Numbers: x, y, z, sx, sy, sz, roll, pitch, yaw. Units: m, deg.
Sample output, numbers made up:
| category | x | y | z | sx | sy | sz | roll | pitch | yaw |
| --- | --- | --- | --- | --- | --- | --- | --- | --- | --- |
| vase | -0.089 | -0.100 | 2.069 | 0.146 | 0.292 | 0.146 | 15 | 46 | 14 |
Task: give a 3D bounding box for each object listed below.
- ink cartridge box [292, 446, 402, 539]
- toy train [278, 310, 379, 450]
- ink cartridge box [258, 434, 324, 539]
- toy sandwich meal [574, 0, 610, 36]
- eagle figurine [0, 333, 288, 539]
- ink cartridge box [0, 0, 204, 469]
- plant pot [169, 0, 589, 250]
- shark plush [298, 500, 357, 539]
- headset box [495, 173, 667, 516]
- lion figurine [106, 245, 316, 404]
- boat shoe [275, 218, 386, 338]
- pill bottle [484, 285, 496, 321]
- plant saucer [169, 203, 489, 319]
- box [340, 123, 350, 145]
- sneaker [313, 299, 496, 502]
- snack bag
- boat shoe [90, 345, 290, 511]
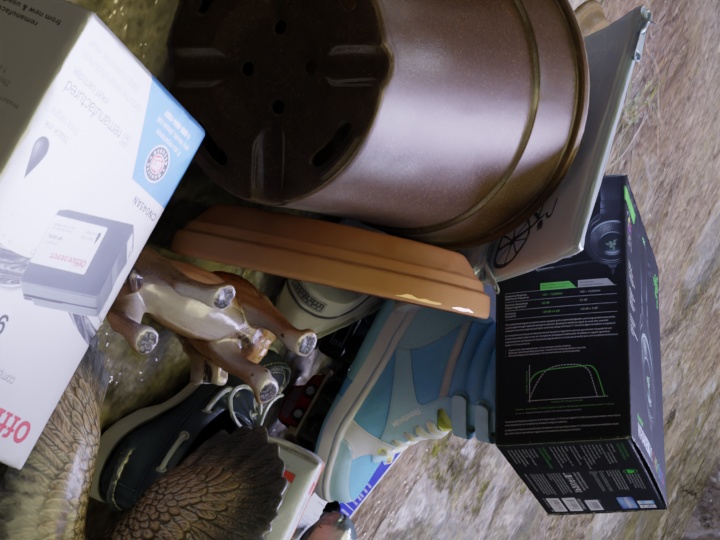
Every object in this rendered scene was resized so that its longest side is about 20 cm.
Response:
| category | x | y | z | sx | sy | sz | roll | pitch | yaw |
| --- | --- | --- | --- | --- | --- | --- | --- | --- | --- |
| ink cartridge box | -0.019 | 0.161 | 1.375 | 0.200 | 0.039 | 0.100 | -52 | 155 | -8 |
| toy train | -0.038 | 0.106 | 1.300 | 0.201 | 0.046 | 0.034 | -62 | 165 | -14 |
| ink cartridge box | -0.081 | 0.206 | 1.117 | 0.162 | 0.050 | 0.201 | 95 | 16 | -84 |
| toy sandwich meal | 0.147 | -0.145 | 1.444 | 0.206 | 0.070 | 0.206 | -54 | 158 | -35 |
| eagle figurine | -0.156 | 0.153 | 0.994 | 0.201 | 0.151 | 0.152 | -56 | 147 | 4 |
| ink cartridge box | -0.176 | -0.021 | 0.824 | 0.201 | 0.084 | 0.145 | -62 | 156 | -9 |
| plant pot | 0.003 | -0.112 | 1.017 | 0.198 | 0.199 | 0.202 | -2 | 114 | -56 |
| shark plush | -0.018 | 0.208 | 1.243 | 0.200 | 0.090 | 0.084 | 20 | 78 | -80 |
| headset box | 0.155 | 0.050 | 1.195 | 0.174 | 0.092 | 0.202 | 54 | 35 | -61 |
| lion figurine | -0.107 | 0.019 | 1.015 | 0.073 | 0.122 | 0.200 | -54 | 141 | -5 |
| boat shoe | 0.000 | 0.000 | 1.269 | 0.070 | 0.071 | 0.200 | -52 | 172 | 36 |
| pill bottle | 0.092 | 0.052 | 1.402 | 0.114 | 0.113 | 0.200 | -63 | 173 | -7 |
| plant saucer | -0.016 | -0.008 | 1.049 | 0.200 | 0.199 | 0.038 | 15 | 88 | -67 |
| box | 0.043 | -0.124 | 1.228 | 0.200 | 0.041 | 0.157 | -19 | 129 | -70 |
| sneaker | 0.049 | 0.111 | 1.254 | 0.079 | 0.130 | 0.201 | -31 | 149 | -63 |
| snack bag | 0.103 | -0.069 | 1.132 | 0.021 | 0.200 | 0.190 | 30 | 65 | -23 |
| boat shoe | -0.099 | 0.106 | 1.141 | 0.200 | 0.062 | 0.075 | -27 | 137 | -56 |
